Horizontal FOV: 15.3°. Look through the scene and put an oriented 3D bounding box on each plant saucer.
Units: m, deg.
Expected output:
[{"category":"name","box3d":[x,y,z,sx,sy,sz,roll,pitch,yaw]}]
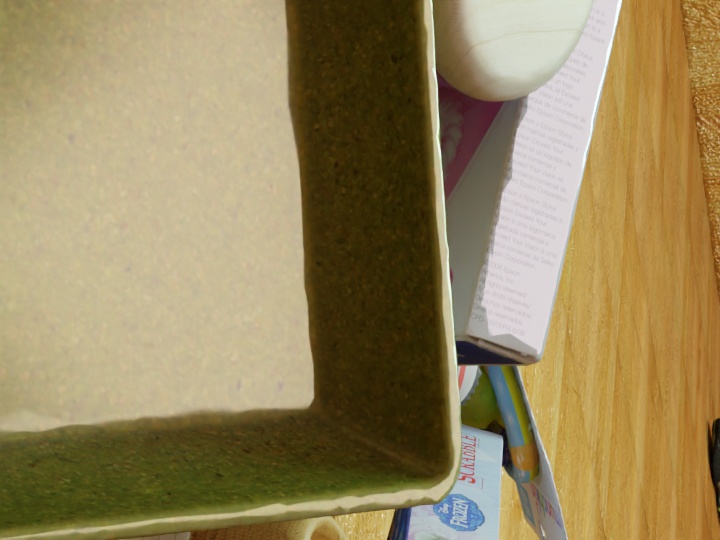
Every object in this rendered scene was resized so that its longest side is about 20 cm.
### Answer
[{"category":"plant saucer","box3d":[-0.069,-0.026,0.769,0.199,0.048,0.201,-3,89,-33]}]

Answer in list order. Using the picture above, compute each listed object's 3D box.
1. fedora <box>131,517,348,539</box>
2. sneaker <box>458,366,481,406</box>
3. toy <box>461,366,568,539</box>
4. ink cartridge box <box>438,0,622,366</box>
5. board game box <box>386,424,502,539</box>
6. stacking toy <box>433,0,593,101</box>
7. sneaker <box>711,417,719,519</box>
[{"category":"fedora","box3d":[-0.041,0.146,0.965,0.201,0.081,0.202,-3,90,-78]},{"category":"sneaker","box3d":[-0.006,-0.029,1.136,0.093,0.070,0.201,-13,97,-44]},{"category":"toy","box3d":[0.045,0.039,1.227,0.115,0.047,0.201,-126,-158,-78]},{"category":"ink cartridge box","box3d":[0.020,-0.063,1.023,0.043,0.196,0.201,19,77,-30]},{"category":"board game box","box3d":[0.015,0.184,1.111,0.200,0.041,0.201,-74,178,-77]},{"category":"stacking toy","box3d":[-0.016,-0.117,0.953,0.085,0.199,0.086,-18,115,-45]},{"category":"sneaker","box3d":[0.502,0.260,3.531,0.201,0.076,0.076,71,21,-48]}]
